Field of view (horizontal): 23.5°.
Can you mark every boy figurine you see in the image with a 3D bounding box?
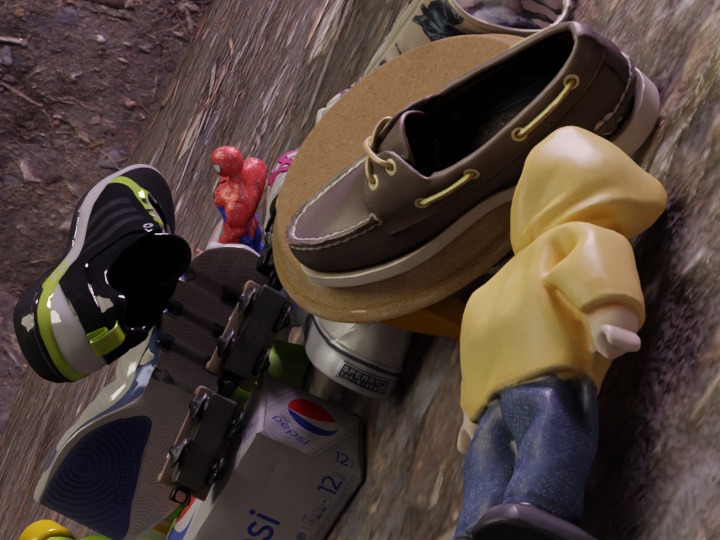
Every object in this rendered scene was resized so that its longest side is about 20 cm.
[{"bbox_3d":[0.073,0.033,0.667,0.124,0.064,0.200,-50,19,50],"label":"boy figurine"}]

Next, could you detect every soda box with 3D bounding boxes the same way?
[{"bbox_3d":[-0.073,0.161,1.010,0.200,0.068,0.063,-59,14,27],"label":"soda box"}]

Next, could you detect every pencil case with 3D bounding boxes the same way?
[{"bbox_3d":[0.042,-0.121,1.027,0.200,0.089,0.078,-48,21,55],"label":"pencil case"}]

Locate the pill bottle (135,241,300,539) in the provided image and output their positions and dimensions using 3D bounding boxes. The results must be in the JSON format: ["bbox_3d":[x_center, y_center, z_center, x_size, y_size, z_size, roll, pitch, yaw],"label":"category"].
[{"bbox_3d":[-0.109,0.087,1.195,0.200,0.112,0.112,-65,13,3],"label":"pill bottle"}]

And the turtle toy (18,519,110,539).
[{"bbox_3d":[-0.188,0.272,1.183,0.146,0.101,0.200,26,95,52],"label":"turtle toy"}]

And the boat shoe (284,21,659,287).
[{"bbox_3d":[0.038,-0.053,0.802,0.200,0.060,0.072,-24,43,31],"label":"boat shoe"}]

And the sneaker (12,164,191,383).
[{"bbox_3d":[-0.127,-0.001,0.995,0.083,0.072,0.200,-17,28,22],"label":"sneaker"}]

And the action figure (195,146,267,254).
[{"bbox_3d":[-0.091,-0.027,1.305,0.200,0.052,0.065,91,-162,-55],"label":"action figure"}]

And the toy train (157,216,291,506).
[{"bbox_3d":[-0.066,0.040,0.981,0.200,0.034,0.046,-67,13,-17],"label":"toy train"}]

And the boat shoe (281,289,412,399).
[{"bbox_3d":[-0.004,-0.002,1.022,0.086,0.075,0.202,-63,16,12],"label":"boat shoe"}]

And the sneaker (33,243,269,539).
[{"bbox_3d":[-0.118,0.068,1.072,0.200,0.080,0.115,-57,10,3],"label":"sneaker"}]

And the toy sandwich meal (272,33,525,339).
[{"bbox_3d":[0.036,-0.040,0.907,0.205,0.070,0.205,-24,42,23],"label":"toy sandwich meal"}]

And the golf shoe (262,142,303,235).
[{"bbox_3d":[-0.040,-0.045,1.191,0.092,0.073,0.200,-40,2,-22],"label":"golf shoe"}]

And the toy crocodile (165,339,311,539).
[{"bbox_3d":[-0.079,0.125,1.098,0.200,0.067,0.062,-60,13,23],"label":"toy crocodile"}]
